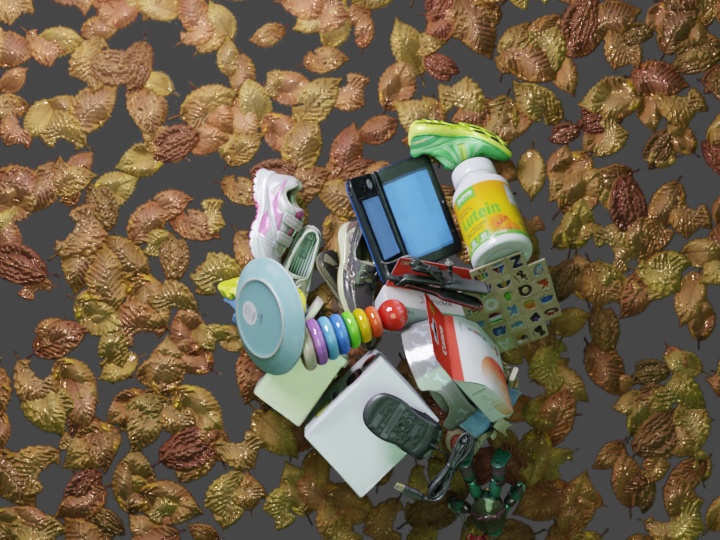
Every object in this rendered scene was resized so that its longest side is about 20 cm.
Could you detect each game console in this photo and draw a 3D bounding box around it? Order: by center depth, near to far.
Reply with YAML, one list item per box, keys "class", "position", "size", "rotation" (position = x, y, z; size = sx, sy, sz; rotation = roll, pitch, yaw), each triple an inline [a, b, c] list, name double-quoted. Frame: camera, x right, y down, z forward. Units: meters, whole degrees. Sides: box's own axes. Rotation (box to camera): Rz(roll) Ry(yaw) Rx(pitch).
- class: "game console"
  position: [0.081, -0.097, 1.681]
  size: [0.117, 0.170, 0.203]
  rotation: [-21, 93, 24]

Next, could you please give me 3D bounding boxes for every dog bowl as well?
- class: "dog bowl"
  position: [0.143, 0.175, 1.611]
  size: [0.058, 0.200, 0.202]
  rotation: [-27, 93, 13]

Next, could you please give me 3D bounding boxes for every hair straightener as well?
- class: "hair straightener"
  position: [0.130, 0.007, 1.569]
  size: [0.197, 0.041, 0.078]
  rotation: [17, 119, -9]

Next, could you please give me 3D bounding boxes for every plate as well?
- class: "plate"
  position: [-0.164, 0.080, 1.567]
  size: [0.025, 0.198, 0.204]
  rotation: [-11, 92, -41]

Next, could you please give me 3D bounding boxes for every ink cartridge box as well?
- class: "ink cartridge box"
  position: [0.184, 0.138, 1.578]
  size: [0.050, 0.164, 0.200]
  rotation: [-27, 126, 18]
- class: "ink cartridge box"
  position: [0.133, 0.058, 1.647]
  size: [0.196, 0.174, 0.044]
  rotation: [9, 54, -15]

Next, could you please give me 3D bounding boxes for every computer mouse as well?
- class: "computer mouse"
  position: [0.077, 0.292, 1.528]
  size: [0.198, 0.046, 0.142]
  rotation: [27, 94, -9]

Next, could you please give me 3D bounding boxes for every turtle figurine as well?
- class: "turtle figurine"
  position: [0.233, 0.418, 1.684]
  size: [0.147, 0.101, 0.203]
  rotation: [-11, 120, 0]

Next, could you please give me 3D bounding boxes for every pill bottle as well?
- class: "pill bottle"
  position: [0.227, -0.100, 1.652]
  size: [0.109, 0.112, 0.202]
  rotation: [-13, 56, -3]

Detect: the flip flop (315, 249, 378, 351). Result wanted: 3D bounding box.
- class: "flip flop"
  position: [-0.028, 0.057, 1.701]
  size: [0.057, 0.081, 0.202]
  rotation: [-26, 102, 35]

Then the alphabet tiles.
- class: "alphabet tiles"
  position: [0.266, 0.059, 1.642]
  size: [0.164, 0.006, 0.202]
  rotation: [-22, 124, 5]

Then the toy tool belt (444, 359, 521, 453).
- class: "toy tool belt"
  position: [0.222, 0.256, 1.691]
  size: [0.124, 0.123, 0.202]
  rotation: [33, 90, -3]

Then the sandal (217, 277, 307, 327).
- class: "sandal"
  position: [-0.171, 0.068, 1.660]
  size: [0.079, 0.198, 0.089]
  rotation: [-23, 114, -44]

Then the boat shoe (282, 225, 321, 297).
- class: "boat shoe"
  position: [-0.123, 0.013, 1.694]
  size: [0.071, 0.062, 0.203]
  rotation: [16, 91, -3]

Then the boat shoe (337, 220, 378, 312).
- class: "boat shoe"
  position: [0.000, 0.000, 1.663]
  size: [0.064, 0.073, 0.203]
  rotation: [-22, 66, 37]

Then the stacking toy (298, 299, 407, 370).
- class: "stacking toy"
  position: [-0.011, 0.101, 1.573]
  size: [0.197, 0.085, 0.087]
  rotation: [-17, 93, -11]

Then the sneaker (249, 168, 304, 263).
- class: "sneaker"
  position: [-0.146, -0.084, 1.666]
  size: [0.087, 0.081, 0.204]
  rotation: [0, 88, 15]

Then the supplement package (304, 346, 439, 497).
- class: "supplement package"
  position: [0.013, 0.261, 1.641]
  size: [0.191, 0.200, 0.147]
  rotation: [-44, 94, -2]

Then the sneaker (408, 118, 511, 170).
- class: "sneaker"
  position: [0.182, -0.228, 1.711]
  size: [0.196, 0.074, 0.085]
  rotation: [9, 115, -6]

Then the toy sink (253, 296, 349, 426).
- class: "toy sink"
  position: [-0.090, 0.162, 1.668]
  size: [0.111, 0.130, 0.201]
  rotation: [35, 88, -4]
